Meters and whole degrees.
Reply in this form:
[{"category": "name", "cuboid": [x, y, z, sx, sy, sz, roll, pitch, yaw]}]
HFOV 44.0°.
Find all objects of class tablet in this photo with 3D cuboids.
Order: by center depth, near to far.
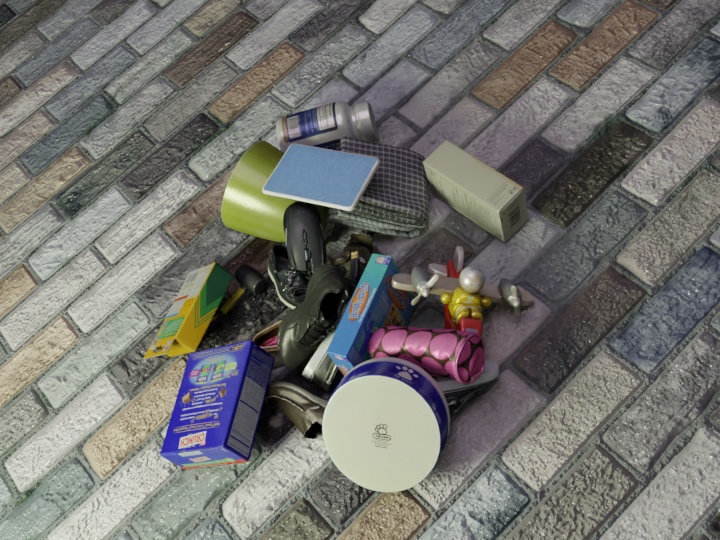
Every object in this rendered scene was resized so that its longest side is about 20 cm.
[{"category": "tablet", "cuboid": [-0.074, -0.175, 1.652, 0.197, 0.014, 0.131, 13, 58, 26]}]

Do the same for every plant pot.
[{"category": "plant pot", "cuboid": [-0.141, -0.129, 1.762, 0.198, 0.188, 0.188, 26, 68, 13]}]

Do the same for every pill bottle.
[{"category": "pill bottle", "cuboid": [-0.068, -0.290, 1.864, 0.197, 0.111, 0.112, -13, 55, 10]}]

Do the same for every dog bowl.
[{"category": "dog bowl", "cuboid": [0.041, 0.247, 1.425, 0.197, 0.203, 0.079, -3, 13, 16]}]

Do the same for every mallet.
[{"category": "mallet", "cuboid": [-0.271, 0.070, 1.747, 0.200, 0.041, 0.066, -43, 56, -7]}]

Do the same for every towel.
[{"category": "towel", "cuboid": [0.035, -0.164, 1.714, 0.197, 0.086, 0.168, 12, 57, -17]}]

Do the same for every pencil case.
[{"category": "pencil case", "cuboid": [0.111, 0.142, 1.466, 0.198, 0.095, 0.090, 1, 14, 45]}]

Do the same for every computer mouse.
[{"category": "computer mouse", "cuboid": [-0.072, -0.044, 1.632, 0.138, 0.046, 0.203, -3, 68, -3]}]

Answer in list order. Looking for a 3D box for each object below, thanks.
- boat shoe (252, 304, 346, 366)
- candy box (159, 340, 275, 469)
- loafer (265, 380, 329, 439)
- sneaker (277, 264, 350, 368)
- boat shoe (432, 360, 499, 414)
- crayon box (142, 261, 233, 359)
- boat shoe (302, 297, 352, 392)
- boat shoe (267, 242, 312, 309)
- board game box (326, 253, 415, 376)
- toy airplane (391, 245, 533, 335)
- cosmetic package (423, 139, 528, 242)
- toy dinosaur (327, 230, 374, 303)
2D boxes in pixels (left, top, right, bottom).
[{"category": "boat shoe", "cuboid": [-0.109, 0.111, 1.642, 0.198, 0.069, 0.074, -28, 52, -3]}, {"category": "candy box", "cuboid": [-0.251, 0.239, 1.572, 0.167, 0.077, 0.202, -14, 50, 37]}, {"category": "loafer", "cuboid": [-0.090, 0.251, 1.542, 0.198, 0.073, 0.072, 15, 64, 27]}, {"category": "sneaker", "cuboid": [-0.083, 0.089, 1.558, 0.202, 0.075, 0.091, -63, 28, 14]}, {"category": "boat shoe", "cuboid": [0.142, 0.209, 1.499, 0.197, 0.069, 0.072, -19, 17, 2]}, {"category": "crayon box", "cuboid": [-0.329, 0.090, 1.704, 0.125, 0.051, 0.202, -16, 43, 55]}, {"category": "boat shoe", "cuboid": [-0.025, 0.122, 1.599, 0.063, 0.071, 0.201, 32, 90, 11]}, {"category": "boat shoe", "cuboid": [-0.124, 0.008, 1.684, 0.073, 0.067, 0.200, -7, 30, -19]}, {"category": "board game box", "cuboid": [0.024, 0.097, 1.555, 0.044, 0.153, 0.202, 11, 61, 30]}, {"category": "toy airplane", "cuboid": [0.181, 0.034, 1.548, 0.199, 0.142, 0.199, -34, 68, -33]}, {"category": "cosmetic package", "cuboid": [0.218, -0.151, 1.684, 0.073, 0.104, 0.200, -42, 56, -13]}, {"category": "toy dinosaur", "cuboid": [0.000, 0.000, 1.672, 0.101, 0.077, 0.202, -22, 56, -5]}]
